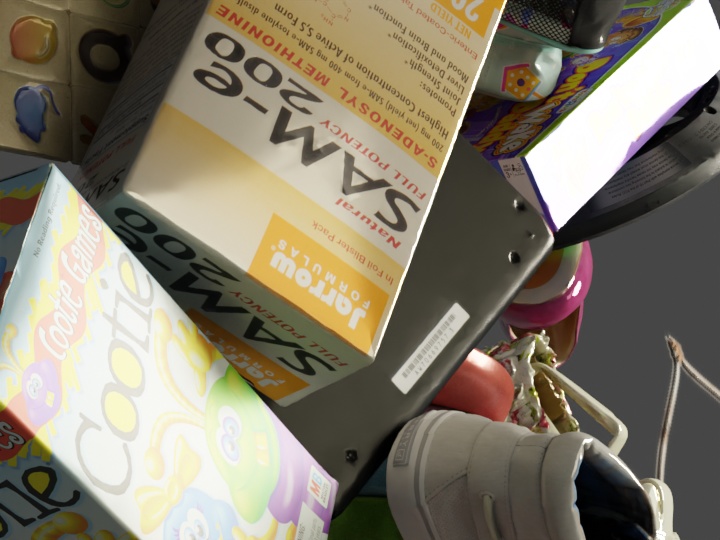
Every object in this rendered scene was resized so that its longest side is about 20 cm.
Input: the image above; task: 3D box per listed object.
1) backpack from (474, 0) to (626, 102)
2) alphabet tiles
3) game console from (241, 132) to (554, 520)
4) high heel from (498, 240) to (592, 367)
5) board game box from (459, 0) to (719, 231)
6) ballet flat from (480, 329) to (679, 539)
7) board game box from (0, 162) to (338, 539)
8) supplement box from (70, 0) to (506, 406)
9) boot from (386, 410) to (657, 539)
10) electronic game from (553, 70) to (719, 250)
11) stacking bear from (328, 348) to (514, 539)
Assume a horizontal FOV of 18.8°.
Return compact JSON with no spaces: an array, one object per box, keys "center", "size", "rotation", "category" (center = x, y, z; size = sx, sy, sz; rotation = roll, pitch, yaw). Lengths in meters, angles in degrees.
[{"center":[0.047,-0.191,1.159],"size":[0.200,0.153,0.176],"rotation":[24,29,-4],"category":"backpack"},{"center":[-0.123,-0.121,0.905],"size":[0.200,0.006,0.167],"rotation":[9,67,-34],"category":"alphabet tiles"},{"center":[-0.025,-0.013,0.952],"size":[0.177,0.031,0.200],"rotation":[45,57,-6],"category":"game console"},{"center":[0.108,0.029,1.228],"size":[0.096,0.067,0.200],"rotation":[61,-5,-10],"category":"high heel"},{"center":[0.096,-0.081,1.189],"size":[0.200,0.134,0.045],"rotation":[-43,115,-42],"category":"board game box"},{"center":[0.118,0.111,1.110],"size":[0.200,0.064,0.076],"rotation":[54,13,23],"category":"ballet flat"},{"center":[-0.109,0.073,0.815],"size":[0.200,0.105,0.103],"rotation":[51,36,-37],"category":"board game box"},{"center":[-0.030,-0.064,0.898],"size":[0.126,0.073,0.200],"rotation":[34,56,-21],"category":"supplement box"},{"center":[0.089,0.138,0.950],"size":[0.200,0.095,0.074],"rotation":[58,47,-42],"category":"boot"},{"center":[0.131,-0.061,1.228],"size":[0.042,0.200,0.200],"rotation":[66,29,-18],"category":"electronic game"},{"center":[0.011,0.143,1.011],"size":[0.114,0.121,0.200],"rotation":[27,63,-46],"category":"stacking bear"}]
